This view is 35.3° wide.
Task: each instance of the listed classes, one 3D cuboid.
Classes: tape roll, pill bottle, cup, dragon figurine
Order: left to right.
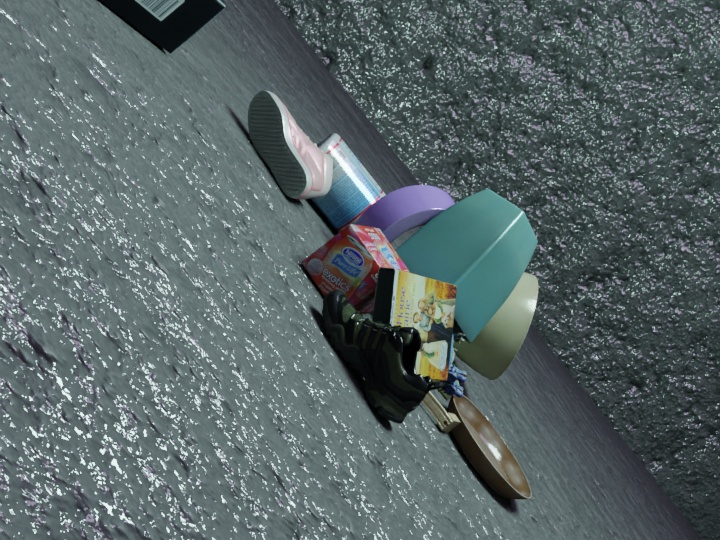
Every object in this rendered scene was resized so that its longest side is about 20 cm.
[{"bbox_3d":[-0.023,-0.131,1.971,0.200,0.109,0.109,51,10,-9],"label":"pill bottle"},{"bbox_3d":[0.083,-0.046,1.897,0.200,0.200,0.066,41,16,-48],"label":"tape roll"},{"bbox_3d":[0.097,0.113,1.766,0.200,0.059,0.099,38,35,10],"label":"dragon figurine"},{"bbox_3d":[0.204,0.074,1.990,0.143,0.201,0.200,23,16,-8],"label":"cup"}]

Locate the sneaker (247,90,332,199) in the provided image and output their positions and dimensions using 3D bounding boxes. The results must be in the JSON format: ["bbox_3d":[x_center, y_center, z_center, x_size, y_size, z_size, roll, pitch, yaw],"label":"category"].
[{"bbox_3d":[-0.112,-0.202,1.873,0.104,0.075,0.201,2,57,-56],"label":"sneaker"}]

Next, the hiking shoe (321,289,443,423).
[{"bbox_3d":[0.029,0.095,1.468,0.200,0.101,0.076,57,11,21],"label":"hiking shoe"}]

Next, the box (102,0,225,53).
[{"bbox_3d":[-0.334,-0.468,1.700,0.197,0.124,0.200,60,13,28],"label":"box"}]

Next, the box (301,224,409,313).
[{"bbox_3d":[0.000,0.000,1.674,0.100,0.095,0.200,55,11,8],"label":"box"}]

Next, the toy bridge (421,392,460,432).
[{"bbox_3d":[0.078,0.152,1.699,0.200,0.027,0.067,57,13,22],"label":"toy bridge"}]

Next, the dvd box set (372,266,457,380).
[{"bbox_3d":[0.077,0.079,1.607,0.200,0.029,0.147,16,79,-59],"label":"dvd box set"}]

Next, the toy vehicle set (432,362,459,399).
[{"bbox_3d":[0.116,0.132,1.931,0.124,0.026,0.200,50,11,-12],"label":"toy vehicle set"}]

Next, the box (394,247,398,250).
[{"bbox_3d":[0.114,0.053,2.136,0.160,0.043,0.200,50,11,-15],"label":"box"}]

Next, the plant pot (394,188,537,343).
[{"bbox_3d":[0.179,-0.021,1.818,0.141,0.200,0.141,39,-10,41],"label":"plant pot"}]

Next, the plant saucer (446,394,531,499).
[{"bbox_3d":[0.194,0.279,1.762,0.200,0.034,0.200,49,11,-13],"label":"plant saucer"}]
